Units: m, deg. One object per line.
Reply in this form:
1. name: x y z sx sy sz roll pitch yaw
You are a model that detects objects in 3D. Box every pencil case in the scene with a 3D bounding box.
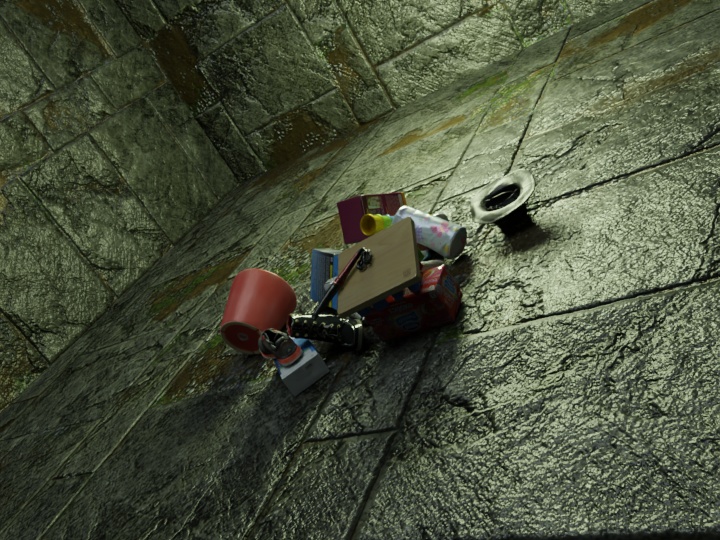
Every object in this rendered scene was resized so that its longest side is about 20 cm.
1. pencil case: 0.174 -0.098 1.748 0.200 0.083 0.091 23 77 33

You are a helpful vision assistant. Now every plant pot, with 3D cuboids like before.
1. plant pot: -0.298 0.125 1.912 0.200 0.200 0.177 -19 35 34

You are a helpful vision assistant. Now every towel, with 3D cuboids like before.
1. towel: 0.094 0.020 1.682 0.200 0.035 0.132 -23 -8 37

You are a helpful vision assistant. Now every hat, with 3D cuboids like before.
1. hat: 0.374 -0.164 1.720 0.201 0.081 0.201 -32 26 18

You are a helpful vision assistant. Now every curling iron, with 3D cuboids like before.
1. curling iron: -0.044 0.028 1.495 0.200 0.026 0.050 -49 32 -7

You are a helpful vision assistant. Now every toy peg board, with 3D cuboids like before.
1. toy peg board: 0.058 0.014 1.517 0.200 0.098 0.199 -28 38 22

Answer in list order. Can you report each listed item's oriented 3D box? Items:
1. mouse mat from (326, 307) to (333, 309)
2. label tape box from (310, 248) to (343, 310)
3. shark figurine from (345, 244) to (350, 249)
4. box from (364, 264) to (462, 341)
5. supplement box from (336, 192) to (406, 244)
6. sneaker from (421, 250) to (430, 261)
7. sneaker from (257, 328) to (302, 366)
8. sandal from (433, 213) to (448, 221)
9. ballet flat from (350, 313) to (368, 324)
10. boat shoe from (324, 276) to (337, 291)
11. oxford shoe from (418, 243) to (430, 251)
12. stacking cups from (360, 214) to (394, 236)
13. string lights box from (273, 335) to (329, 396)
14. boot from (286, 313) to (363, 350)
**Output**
1. mouse mat: -0.013 0.045 1.914 0.200 0.008 0.161 -43 22 -21
2. label tape box: -0.071 0.021 1.835 0.063 0.144 0.200 -1 7 -25
3. shark figurine: 0.003 -0.012 1.939 0.089 0.128 0.214 -5 5 4
4. box: 0.117 0.075 1.530 0.200 0.096 0.100 -19 26 33
5. supplement box: 0.043 -0.153 1.992 0.103 0.131 0.200 -11 -1 43
6. sneaker: 0.084 -0.023 1.779 0.200 0.081 0.077 -17 -11 17
7. sneaker: -0.206 0.167 1.645 0.077 0.082 0.200 -42 22 -21
8. sandal: 0.151 -0.098 1.909 0.207 0.079 0.059 -27 19 -7
9. ballet flat: 0.026 0.095 1.678 0.200 0.067 0.067 -21 53 27
10. boat shoe: 0.000 0.000 1.707 0.200 0.066 0.072 -18 -7 -1
11. oxford shoe: 0.145 -0.051 1.844 0.200 0.071 0.074 -34 -7 3
12. stacking cups: 0.087 -0.126 1.916 0.060 0.061 0.200 -13 -7 42
13. string lights box: -0.153 0.217 1.657 0.103 0.059 0.200 -35 20 -5
14. boot: -0.084 0.143 1.600 0.154 0.074 0.204 3 5 -17
